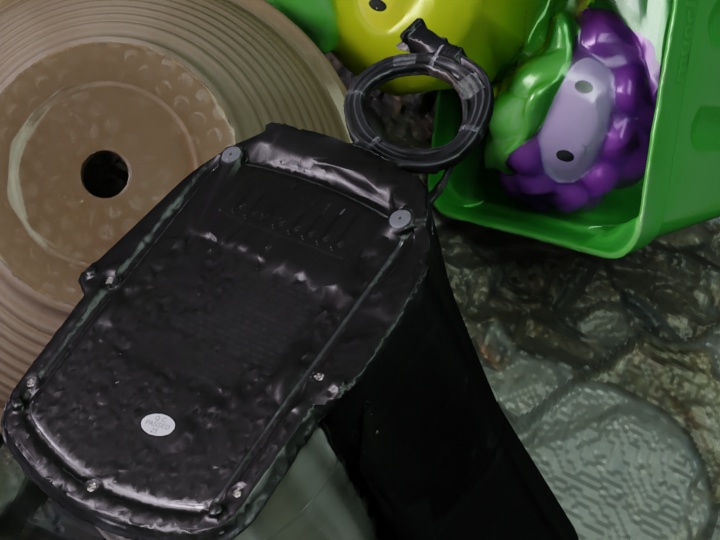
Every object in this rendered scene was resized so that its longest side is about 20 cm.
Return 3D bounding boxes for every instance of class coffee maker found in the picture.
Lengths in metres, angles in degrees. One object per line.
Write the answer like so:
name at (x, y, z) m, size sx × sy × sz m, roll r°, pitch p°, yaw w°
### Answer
coffee maker at (0.004, 0.059, 0.660) m, size 0.192 × 0.200 × 0.135 m, roll -35°, pitch 49°, yaw -5°

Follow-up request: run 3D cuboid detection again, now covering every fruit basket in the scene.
fruit basket at (0.067, -0.115, 0.795) m, size 0.215 × 0.155 × 0.217 m, roll -11°, pitch 107°, yaw -37°

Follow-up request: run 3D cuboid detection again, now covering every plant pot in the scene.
plant pot at (-0.092, -0.028, 0.721) m, size 0.199 × 0.093 × 0.202 m, roll 0°, pitch 82°, yaw 0°

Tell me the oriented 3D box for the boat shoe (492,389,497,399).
boat shoe at (0.000, 0.000, 0.799) m, size 0.072 × 0.063 × 0.201 m, roll -27°, pitch 82°, yaw -27°
